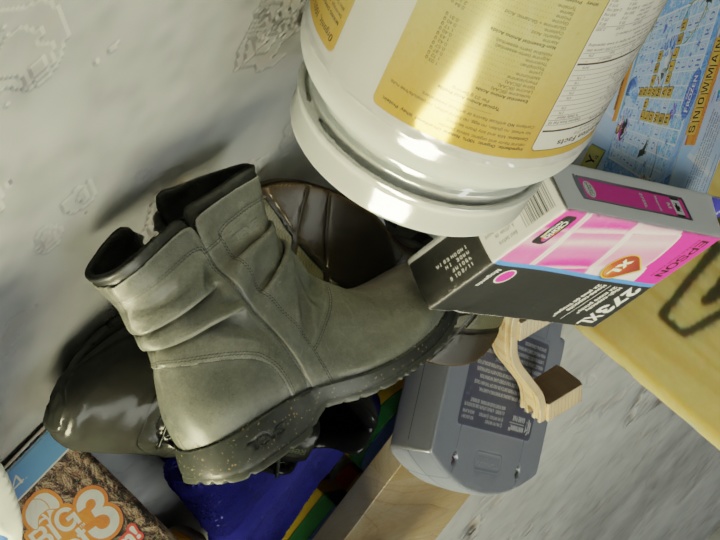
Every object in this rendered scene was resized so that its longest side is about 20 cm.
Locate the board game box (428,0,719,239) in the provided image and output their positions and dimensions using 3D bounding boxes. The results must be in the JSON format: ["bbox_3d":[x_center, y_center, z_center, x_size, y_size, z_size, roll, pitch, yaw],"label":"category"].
[{"bbox_3d":[0.131,-0.112,1.061,0.199,0.041,0.201,-1,117,-43],"label":"board game box"}]

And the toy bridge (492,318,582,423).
[{"bbox_3d":[0.112,0.019,1.246,0.067,0.027,0.201,-29,140,-27],"label":"toy bridge"}]

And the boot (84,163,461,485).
[{"bbox_3d":[-0.035,0.004,0.979,0.068,0.131,0.200,-4,-158,46],"label":"boot"}]

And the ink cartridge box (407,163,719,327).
[{"bbox_3d":[0.120,-0.010,1.054,0.095,0.037,0.200,-38,156,30],"label":"ink cartridge box"}]

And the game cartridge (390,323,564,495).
[{"bbox_3d":[0.077,0.077,1.298,0.200,0.041,0.134,22,75,-64],"label":"game cartridge"}]

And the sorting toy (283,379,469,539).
[{"bbox_3d":[0.017,0.143,1.424,0.199,0.070,0.200,-53,159,14],"label":"sorting toy"}]

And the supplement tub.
[{"bbox_3d":[0.058,-0.128,0.884,0.144,0.144,0.200,-26,152,-46],"label":"supplement tub"}]

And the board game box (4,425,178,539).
[{"bbox_3d":[-0.109,0.197,1.060,0.097,0.200,0.160,-45,161,-9],"label":"board game box"}]

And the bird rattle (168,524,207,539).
[{"bbox_3d":[-0.134,0.238,1.251,0.164,0.112,0.200,-61,166,-12],"label":"bird rattle"}]

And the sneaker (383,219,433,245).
[{"bbox_3d":[0.091,-0.089,1.135,0.200,0.075,0.079,-50,163,8],"label":"sneaker"}]

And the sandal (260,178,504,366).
[{"bbox_3d":[0.000,0.000,1.088,0.199,0.055,0.082,14,103,-42],"label":"sandal"}]

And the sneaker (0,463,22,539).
[{"bbox_3d":[-0.222,0.149,0.916,0.111,0.077,0.200,-45,169,-38],"label":"sneaker"}]

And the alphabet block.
[{"bbox_3d":[0.294,0.012,1.542,0.197,0.200,0.195,-52,165,11],"label":"alphabet block"}]

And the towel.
[{"bbox_3d":[-0.056,0.097,1.226,0.148,0.049,0.200,-51,161,-13],"label":"towel"}]

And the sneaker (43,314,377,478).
[{"bbox_3d":[-0.069,0.066,1.036,0.199,0.091,0.076,-7,130,-43],"label":"sneaker"}]
